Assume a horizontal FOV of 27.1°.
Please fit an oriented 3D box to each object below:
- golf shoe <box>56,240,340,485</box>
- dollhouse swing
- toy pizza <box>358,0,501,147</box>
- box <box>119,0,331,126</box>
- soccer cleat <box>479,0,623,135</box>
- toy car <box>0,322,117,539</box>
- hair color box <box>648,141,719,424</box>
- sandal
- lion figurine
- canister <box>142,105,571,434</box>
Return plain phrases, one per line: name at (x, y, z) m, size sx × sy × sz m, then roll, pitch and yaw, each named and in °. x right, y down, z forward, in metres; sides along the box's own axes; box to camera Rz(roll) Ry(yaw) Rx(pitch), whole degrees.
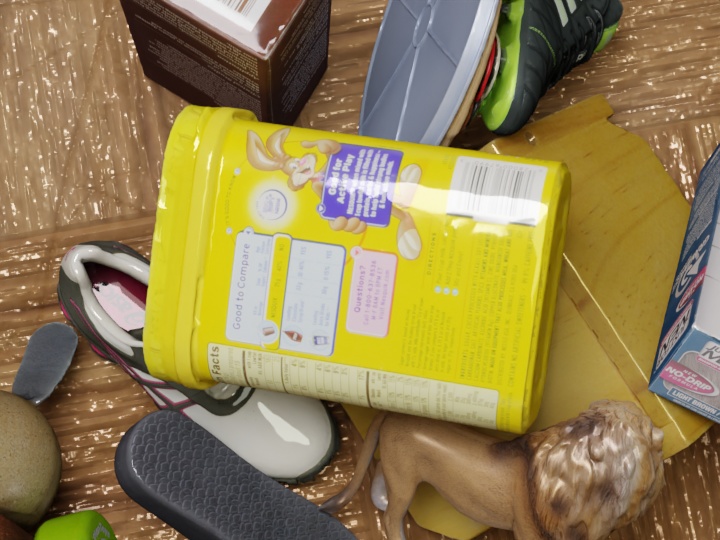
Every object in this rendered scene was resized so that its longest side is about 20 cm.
golf shoe at (-0.099, 0.057, 0.875) m, size 0.200 × 0.088 × 0.077 m, roll 36°, pitch 80°, yaw 2°
dollhouse swing at (0.105, 0.037, 0.912) m, size 0.182 × 0.176 × 0.200 m, roll -27°, pitch 81°, yaw -47°
toy pizza at (0.049, -0.136, 0.858) m, size 0.032 × 0.200 × 0.201 m, roll 17°, pitch 81°, yaw -16°
box at (-0.074, -0.142, 0.849) m, size 0.100 × 0.200 × 0.075 m, roll 31°, pitch 79°, yaw 2°
soccer cleat at (0.114, -0.145, 0.884) m, size 0.081 × 0.068 × 0.200 m, roll 22°, pitch 43°, yaw -6°
toy car at (-0.209, 0.129, 0.853) m, size 0.164 × 0.158 × 0.200 m, roll -15°, pitch 57°, yaw 8°
hair color box at (0.236, 0.004, 0.856) m, size 0.100 × 0.061 × 0.200 m, roll 26°, pitch 45°, yaw 0°
sandal at (-0.061, 0.158, 0.872) m, size 0.200 × 0.043 × 0.076 m, roll 44°, pitch 45°, yaw -8°
lion figurine at (0.066, 0.112, 0.819) m, size 0.200 × 0.072 × 0.123 m, roll 10°, pitch 121°, yaw 20°
canister at (0.000, 0.000, 0.773) m, size 0.200 × 0.087 × 0.149 m, roll 9°, pitch 95°, yaw 13°
